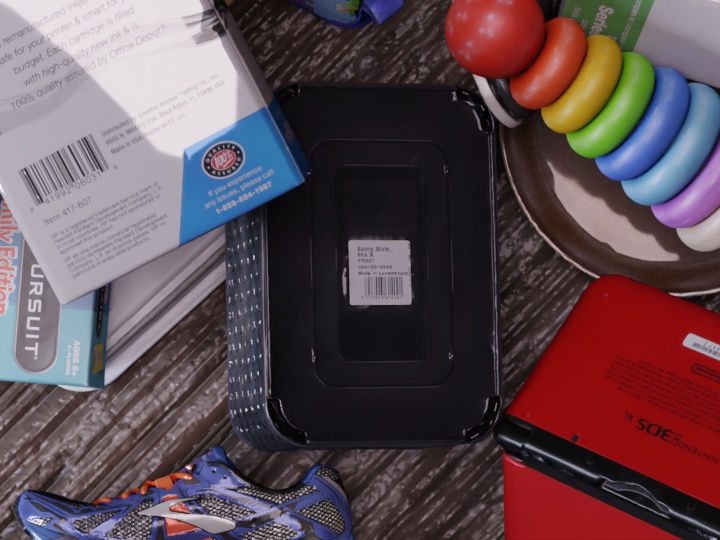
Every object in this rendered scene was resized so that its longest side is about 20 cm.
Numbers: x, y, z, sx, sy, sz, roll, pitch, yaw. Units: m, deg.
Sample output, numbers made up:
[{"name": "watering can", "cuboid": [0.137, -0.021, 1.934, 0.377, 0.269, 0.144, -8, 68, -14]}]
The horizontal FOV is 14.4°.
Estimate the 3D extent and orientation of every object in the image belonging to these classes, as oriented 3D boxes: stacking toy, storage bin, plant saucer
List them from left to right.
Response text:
[{"name": "storage bin", "cuboid": [0.000, 0.000, 1.598, 0.135, 0.094, 0.200, 0, 84, -16]}, {"name": "stacking toy", "cuboid": [0.134, -0.095, 1.553, 0.200, 0.085, 0.085, 33, 89, -16]}, {"name": "plant saucer", "cuboid": [0.180, -0.083, 1.639, 0.200, 0.032, 0.200, -1, 84, 6]}]

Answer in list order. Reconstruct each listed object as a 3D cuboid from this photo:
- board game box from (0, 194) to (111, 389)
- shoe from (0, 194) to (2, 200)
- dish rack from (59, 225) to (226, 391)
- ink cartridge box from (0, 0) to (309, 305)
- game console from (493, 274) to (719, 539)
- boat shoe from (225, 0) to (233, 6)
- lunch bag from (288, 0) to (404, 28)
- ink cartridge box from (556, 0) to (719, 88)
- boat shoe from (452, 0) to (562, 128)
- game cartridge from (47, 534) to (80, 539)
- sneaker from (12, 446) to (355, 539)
[{"name": "board game box", "cuboid": [-0.242, -0.015, 1.628, 0.200, 0.047, 0.151, 4, 86, 7]}, {"name": "shoe", "cuboid": [-0.233, -0.080, 1.577, 0.091, 0.071, 0.200, 36, 85, 11]}, {"name": "dish rack", "cuboid": [-0.150, -0.047, 1.665, 0.200, 0.044, 0.172, -42, 83, 2]}, {"name": "ink cartridge box", "cuboid": [-0.135, -0.106, 1.492, 0.146, 0.084, 0.200, -26, 97, 6]}, {"name": "game console", "cuboid": [0.183, 0.123, 1.565, 0.200, 0.119, 0.172, 23, 72, 35]}, {"name": "boat shoe", "cuboid": [-0.150, -0.175, 1.610, 0.200, 0.069, 0.071, -1, 87, 51]}, {"name": "lunch bag", "cuboid": [-0.055, -0.210, 1.609, 0.094, 0.151, 0.200, -44, 83, -9]}, {"name": "ink cartridge box", "cuboid": [0.224, -0.176, 1.580, 0.200, 0.084, 0.145, 17, 62, 0]}, {"name": "boat shoe", "cuboid": [0.090, -0.177, 1.616, 0.060, 0.074, 0.200, -15, 60, 22]}, {"name": "game cartridge", "cuboid": [-0.178, 0.238, 1.595, 0.133, 0.041, 0.200, -12, 123, 8]}, {"name": "sneaker", "cuboid": [-0.098, 0.138, 1.629, 0.200, 0.075, 0.079, 5, 91, -3]}]
